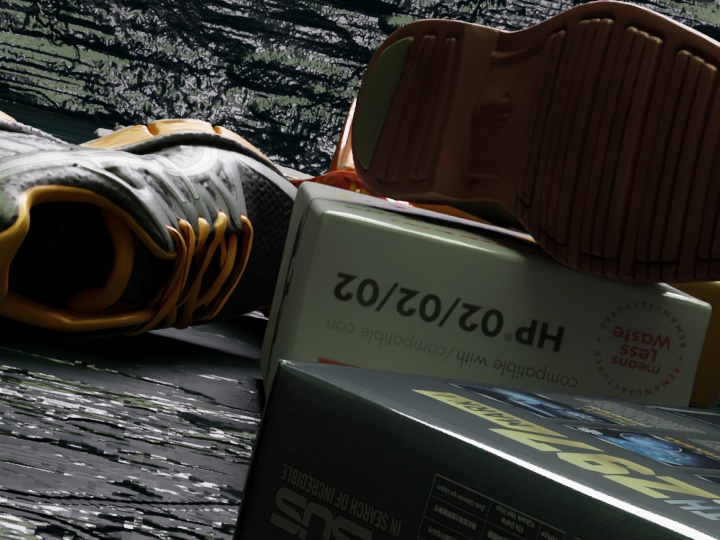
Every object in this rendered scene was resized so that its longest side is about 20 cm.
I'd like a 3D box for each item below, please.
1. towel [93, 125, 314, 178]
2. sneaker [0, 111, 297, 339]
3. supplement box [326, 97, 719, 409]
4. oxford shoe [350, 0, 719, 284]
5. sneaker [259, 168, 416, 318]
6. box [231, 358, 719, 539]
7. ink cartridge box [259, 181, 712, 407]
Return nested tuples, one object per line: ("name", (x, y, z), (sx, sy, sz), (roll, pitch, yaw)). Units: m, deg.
("towel", (-0.040, -0.038, 1.145), (0.199, 0.035, 0.133), (15, 3, -12))
("sneaker", (-0.081, -0.007, 0.746), (0.199, 0.079, 0.077), (4, 23, -47))
("supplement box", (0.078, -0.008, 0.988), (0.199, 0.067, 0.069), (19, 35, -3))
("oxford shoe", (0.076, -0.035, 0.621), (0.073, 0.071, 0.200), (13, 6, -32))
("sneaker", (0.000, 0.000, 0.869), (0.077, 0.073, 0.200), (22, 3, -24))
("box", (0.096, 0.068, 0.370), (0.157, 0.051, 0.199), (10, 6, -42))
("ink cartridge box", (0.033, 0.023, 0.661), (0.114, 0.068, 0.200), (13, 5, -5))
